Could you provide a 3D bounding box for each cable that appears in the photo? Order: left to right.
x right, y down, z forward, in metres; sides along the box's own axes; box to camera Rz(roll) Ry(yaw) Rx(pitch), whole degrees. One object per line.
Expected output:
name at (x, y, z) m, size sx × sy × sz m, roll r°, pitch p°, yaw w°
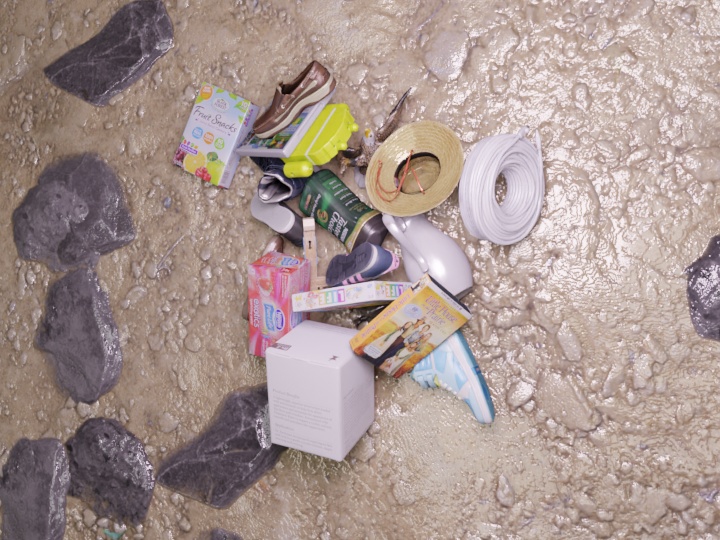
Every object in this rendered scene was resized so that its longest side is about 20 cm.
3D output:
cable at (0.262, -0.150, 1.256) m, size 0.069 × 0.198 × 0.204 m, roll 14°, pitch 126°, yaw 51°

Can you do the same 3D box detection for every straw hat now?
straw hat at (0.114, -0.178, 1.295) m, size 0.197 × 0.085 × 0.205 m, roll -9°, pitch 68°, yaw 24°

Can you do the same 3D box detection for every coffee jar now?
coffee jar at (-0.032, -0.112, 1.409) m, size 0.199 × 0.085 × 0.105 m, roll 40°, pitch 131°, yaw 17°

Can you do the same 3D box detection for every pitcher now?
pitcher at (0.123, -0.029, 1.311) m, size 0.121 × 0.171 × 0.202 m, roll -38°, pitch 75°, yaw 23°

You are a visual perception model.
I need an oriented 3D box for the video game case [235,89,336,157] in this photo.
video game case at (-0.159, -0.313, 1.422) m, size 0.198 × 0.022 × 0.184 m, roll 13°, pitch 65°, yaw 50°

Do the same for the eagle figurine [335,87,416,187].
eagle figurine at (0.041, -0.259, 1.375) m, size 0.197 × 0.151 × 0.154 m, roll -22°, pitch 104°, yaw 2°

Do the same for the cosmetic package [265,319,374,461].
cosmetic package at (-0.075, 0.230, 1.340) m, size 0.162 × 0.165 × 0.204 m, roll 9°, pitch 111°, yaw 24°

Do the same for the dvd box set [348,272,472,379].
dvd box set at (0.095, 0.109, 1.270) m, size 0.199 × 0.146 × 0.030 m, roll -41°, pitch 40°, yaw 15°

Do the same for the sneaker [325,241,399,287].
sneaker at (0.000, 0.000, 1.351) m, size 0.199 × 0.081 × 0.072 m, roll -17°, pitch 62°, yaw 58°

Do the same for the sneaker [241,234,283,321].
sneaker at (-0.194, 0.024, 1.491) m, size 0.074 × 0.070 × 0.203 m, roll 22°, pitch 100°, yaw 3°

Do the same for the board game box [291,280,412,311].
board game box at (-0.015, 0.051, 1.303) m, size 0.197 × 0.133 × 0.035 m, roll -10°, pitch 82°, yaw 36°

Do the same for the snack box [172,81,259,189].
snack box at (-0.332, -0.309, 1.555) m, size 0.140 × 0.053 × 0.203 m, roll 25°, pitch 96°, yaw 18°

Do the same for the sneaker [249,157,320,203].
sneaker at (-0.197, -0.217, 1.447) m, size 0.200 × 0.146 × 0.078 m, roll 29°, pitch 127°, yaw 19°

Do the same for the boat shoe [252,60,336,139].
boat shoe at (-0.147, -0.348, 1.360) m, size 0.201 × 0.075 × 0.075 m, roll -34°, pitch 37°, yaw 16°

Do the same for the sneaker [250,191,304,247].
sneaker at (-0.169, -0.111, 1.480) m, size 0.071 × 0.099 × 0.200 m, roll -51°, pitch 41°, yaw 1°

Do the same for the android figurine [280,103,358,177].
android figurine at (-0.084, -0.262, 1.345) m, size 0.198 × 0.041 × 0.184 m, roll 5°, pitch 59°, yaw 46°

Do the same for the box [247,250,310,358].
box at (-0.166, 0.076, 1.399) m, size 0.101 × 0.095 × 0.204 m, roll 13°, pitch 114°, yaw 20°

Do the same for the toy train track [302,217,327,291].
toy train track at (-0.102, -0.009, 1.418) m, size 0.112 × 0.033 × 0.204 m, roll -5°, pitch 114°, yaw -8°

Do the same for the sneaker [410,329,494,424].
sneaker at (0.174, 0.223, 1.331) m, size 0.129 × 0.079 × 0.203 m, roll -29°, pitch 69°, yaw 15°

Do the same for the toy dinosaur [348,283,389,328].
toy dinosaur at (0.035, 0.101, 1.400) m, size 0.100 × 0.077 × 0.204 m, roll -19°, pitch 75°, yaw 7°
